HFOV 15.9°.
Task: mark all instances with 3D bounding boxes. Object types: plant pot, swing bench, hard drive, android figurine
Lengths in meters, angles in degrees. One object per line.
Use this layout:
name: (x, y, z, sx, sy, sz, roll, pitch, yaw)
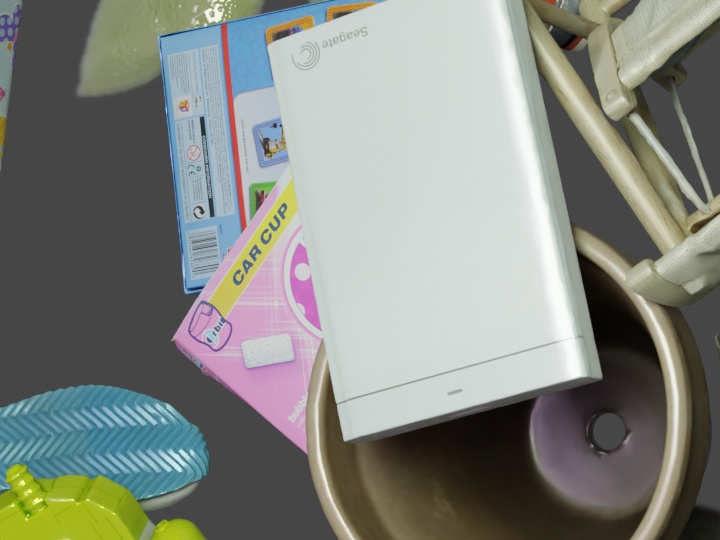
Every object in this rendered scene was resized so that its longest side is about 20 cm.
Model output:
plant pot: (0.096, 0.077, 1.297, 0.200, 0.175, 0.200, -2, 85, 25)
swing bench: (0.192, -0.113, 1.214, 0.199, 0.130, 0.200, -36, 65, 26)
hard drive: (0.033, -0.031, 1.222, 0.132, 0.027, 0.200, -17, 78, 28)
android figurine: (-0.150, 0.194, 1.426, 0.182, 0.041, 0.200, -28, 106, 20)

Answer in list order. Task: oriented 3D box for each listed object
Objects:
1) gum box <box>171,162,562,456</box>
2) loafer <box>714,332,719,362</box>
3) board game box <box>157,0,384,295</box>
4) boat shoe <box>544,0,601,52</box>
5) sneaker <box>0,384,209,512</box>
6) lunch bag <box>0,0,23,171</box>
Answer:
gum box: (0.000, 0.000, 1.372, 0.113, 0.066, 0.200, 39, 107, 16)
loafer: (0.211, 0.055, 1.293, 0.076, 0.068, 0.200, -3, 76, 55)
board game box: (-0.012, -0.075, 1.437, 0.200, 0.037, 0.151, -10, 82, 25)
boat shoe: (0.098, -0.215, 1.371, 0.071, 0.063, 0.200, -14, 72, 63)
sneaker: (-0.183, 0.121, 1.481, 0.200, 0.081, 0.077, -8, 59, 4)
lunch bag: (-0.309, -0.150, 1.537, 0.200, 0.127, 0.170, 7, 86, 32)
